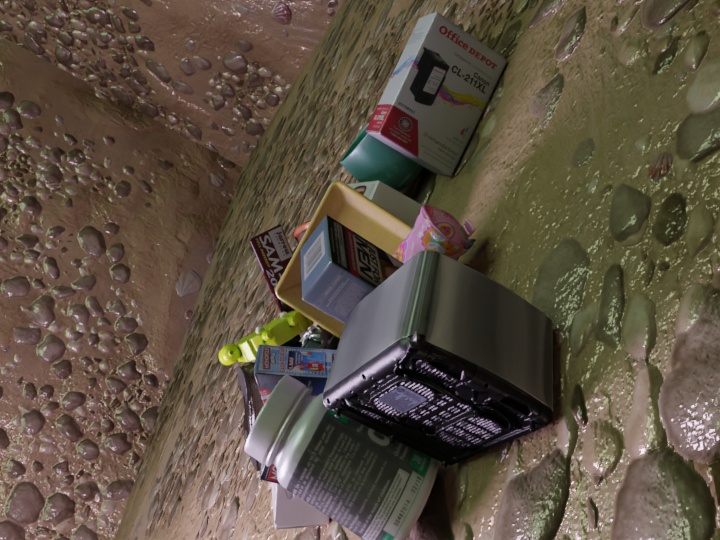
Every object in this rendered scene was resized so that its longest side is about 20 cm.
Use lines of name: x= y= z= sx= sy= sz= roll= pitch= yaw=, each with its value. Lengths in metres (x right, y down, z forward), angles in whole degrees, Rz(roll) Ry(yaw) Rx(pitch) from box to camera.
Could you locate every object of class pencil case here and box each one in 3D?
pencil case: x=0.067 y=0.010 z=0.920 sx=0.202 sy=0.086 sz=0.088 roll=-55 pitch=21 yaw=26

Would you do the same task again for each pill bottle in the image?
pill bottle: x=-0.022 y=0.208 z=0.773 sx=0.115 sy=0.197 sz=0.113 roll=-59 pitch=-6 yaw=-10

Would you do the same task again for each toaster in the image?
toaster: x=0.082 y=0.093 z=0.696 sx=0.200 sy=0.178 sz=0.121 roll=-42 pitch=27 yaw=49

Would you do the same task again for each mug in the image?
mug: x=0.063 y=-0.220 z=1.227 sx=0.185 sy=0.114 sz=0.152 roll=-47 pitch=11 yaw=13

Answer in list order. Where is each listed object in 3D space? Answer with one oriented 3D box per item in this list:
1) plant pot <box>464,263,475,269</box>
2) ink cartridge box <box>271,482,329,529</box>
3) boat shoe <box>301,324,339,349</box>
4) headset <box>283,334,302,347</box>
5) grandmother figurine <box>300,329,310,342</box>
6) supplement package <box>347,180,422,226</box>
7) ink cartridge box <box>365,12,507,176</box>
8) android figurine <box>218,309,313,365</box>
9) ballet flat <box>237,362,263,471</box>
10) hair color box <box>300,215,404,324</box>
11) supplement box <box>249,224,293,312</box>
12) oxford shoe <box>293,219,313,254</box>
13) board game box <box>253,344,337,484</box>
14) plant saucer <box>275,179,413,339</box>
plant pot: x=0.091 y=0.080 z=0.929 sx=0.202 sy=0.027 sz=0.203 roll=-55 pitch=21 yaw=31
ink cartridge box: x=-0.093 y=0.258 z=1.049 sx=0.201 sy=0.082 sz=0.150 roll=-115 pitch=28 yaw=-65
boat shoe: x=-0.073 y=0.117 z=1.090 sx=0.071 sy=0.064 sz=0.199 roll=-16 pitch=3 yaw=21
headset: x=-0.105 y=0.159 z=1.250 sx=0.201 sy=0.123 sz=0.094 roll=-50 pitch=3 yaw=6
grandmother figurine: x=-0.125 y=0.205 z=1.320 sx=0.204 sy=0.059 sz=0.122 roll=-63 pitch=25 yaw=13
supplement package: x=0.021 y=-0.075 z=1.186 sx=0.116 sy=0.107 sz=0.199 roll=-66 pitch=19 yaw=-4
ink cartridge box: x=0.119 y=-0.276 z=1.111 sx=0.204 sy=0.143 sz=0.083 roll=-64 pitch=18 yaw=4
android figurine: x=-0.145 y=0.102 z=1.140 sx=0.179 sy=0.042 sz=0.200 roll=-30 pitch=1 yaw=-18
ballet flat: x=-0.163 y=0.233 z=1.121 sx=0.067 sy=0.045 sz=0.206 roll=38 pitch=136 yaw=52
hair color box: x=0.026 y=0.030 z=0.814 sx=0.061 sy=0.197 sz=0.100 roll=-47 pitch=26 yaw=23
supplement box: x=-0.134 y=0.007 z=1.206 sx=0.060 sy=0.111 sz=0.200 roll=-25 pitch=-11 yaw=-8
oxford shoe: x=-0.068 y=-0.030 z=1.150 sx=0.201 sy=0.069 sz=0.074 roll=108 pitch=144 yaw=-71
board game box: x=-0.052 y=0.178 z=0.879 sx=0.062 sy=0.195 sz=0.204 roll=-95 pitch=25 yaw=-64
plant saucer: x=0.000 y=0.000 z=1.053 sx=0.203 sy=0.197 sz=0.048 roll=-59 pitch=-3 yaw=13
